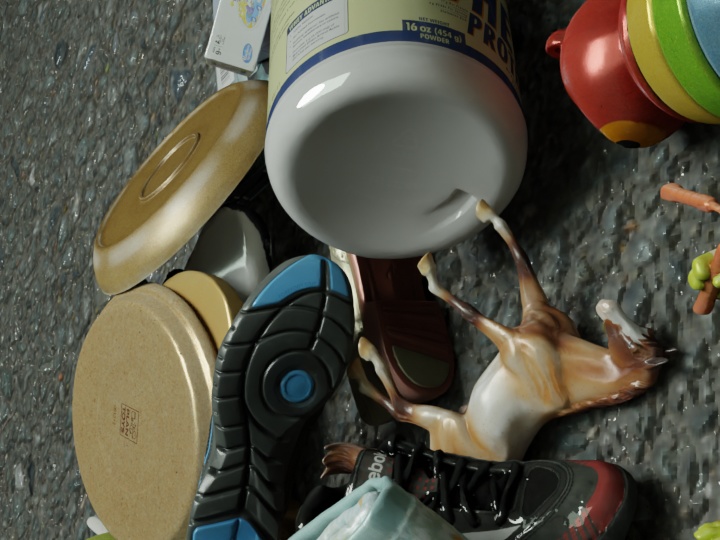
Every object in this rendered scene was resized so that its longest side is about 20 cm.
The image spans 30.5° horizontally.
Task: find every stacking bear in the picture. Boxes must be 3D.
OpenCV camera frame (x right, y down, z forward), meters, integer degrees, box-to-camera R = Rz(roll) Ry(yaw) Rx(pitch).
[{"bbox_3d":[0.167,-0.111,0.601,0.199,0.120,0.115,-13,71,61],"label":"stacking bear"}]

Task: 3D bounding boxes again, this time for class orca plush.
[{"bbox_3d":[-0.085,0.053,0.960,0.104,0.071,0.203,-4,91,30],"label":"orca plush"}]

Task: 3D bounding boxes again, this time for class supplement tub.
[{"bbox_3d":[0.017,-0.124,0.765,0.145,0.144,0.202,-45,33,38],"label":"supplement tub"}]

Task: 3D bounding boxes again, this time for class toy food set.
[{"bbox_3d":[-0.142,0.102,0.920,0.197,0.048,0.203,-9,85,49],"label":"toy food set"}]

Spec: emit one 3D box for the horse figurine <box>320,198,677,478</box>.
[{"bbox_3d":[0.063,0.063,0.716,0.133,0.050,0.201,45,117,13],"label":"horse figurine"}]

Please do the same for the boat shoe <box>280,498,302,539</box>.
[{"bbox_3d":[-0.035,0.203,0.828,0.200,0.070,0.070,27,102,65],"label":"boat shoe"}]

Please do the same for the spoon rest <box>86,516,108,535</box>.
[{"bbox_3d":[-0.142,0.119,1.030,0.099,0.060,0.202,19,83,54],"label":"spoon rest"}]

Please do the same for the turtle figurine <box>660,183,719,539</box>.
[{"bbox_3d":[0.191,0.050,0.547,0.199,0.064,0.163,30,112,46],"label":"turtle figurine"}]

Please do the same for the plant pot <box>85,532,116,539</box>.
[{"bbox_3d":[-0.165,0.285,0.917,0.188,0.185,0.201,-59,24,25],"label":"plant pot"}]

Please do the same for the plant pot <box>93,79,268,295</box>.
[{"bbox_3d":[-0.132,-0.069,0.966,0.200,0.027,0.201,-41,21,20],"label":"plant pot"}]

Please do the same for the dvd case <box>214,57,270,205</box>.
[{"bbox_3d":[-0.052,-0.157,1.003,0.199,0.022,0.148,-37,51,43],"label":"dvd case"}]

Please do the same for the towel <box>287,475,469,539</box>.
[{"bbox_3d":[0.019,0.200,0.669,0.200,0.170,0.048,-43,15,41],"label":"towel"}]

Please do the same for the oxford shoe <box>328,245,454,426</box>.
[{"bbox_3d":[0.000,0.000,0.836,0.074,0.070,0.202,-42,48,44],"label":"oxford shoe"}]

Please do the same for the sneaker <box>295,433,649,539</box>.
[{"bbox_3d":[0.046,0.127,0.677,0.199,0.098,0.071,-21,32,35],"label":"sneaker"}]

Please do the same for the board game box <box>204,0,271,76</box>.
[{"bbox_3d":[-0.062,-0.233,0.885,0.134,0.034,0.203,-136,61,-81],"label":"board game box"}]

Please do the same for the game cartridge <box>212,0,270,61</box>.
[{"bbox_3d":[-0.046,-0.242,0.974,0.199,0.041,0.135,-32,59,46],"label":"game cartridge"}]

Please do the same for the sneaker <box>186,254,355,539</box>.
[{"bbox_3d":[-0.059,0.080,0.790,0.082,0.072,0.202,-98,29,-75],"label":"sneaker"}]
